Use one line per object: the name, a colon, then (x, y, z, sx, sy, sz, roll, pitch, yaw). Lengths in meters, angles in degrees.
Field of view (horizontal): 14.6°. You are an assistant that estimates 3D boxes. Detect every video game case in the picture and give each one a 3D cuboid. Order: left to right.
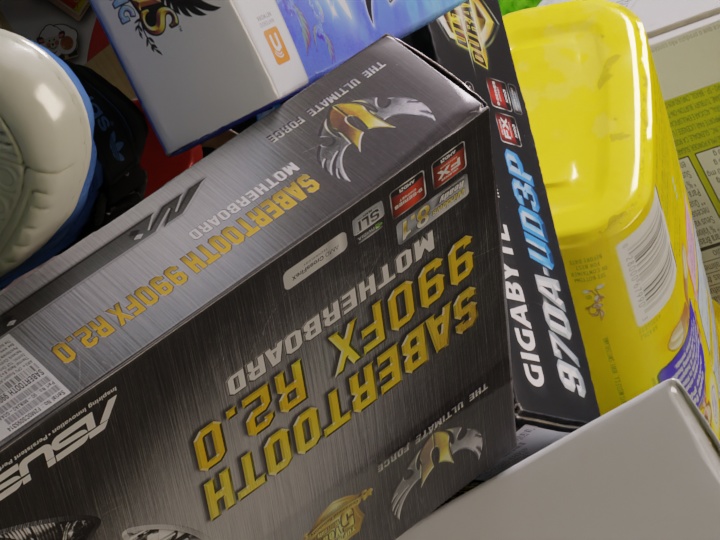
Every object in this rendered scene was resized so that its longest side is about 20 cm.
video game case: (-0.048, -0.144, 0.897, 0.182, 0.045, 0.200, 64, 23, -5)

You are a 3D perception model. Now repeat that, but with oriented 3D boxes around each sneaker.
sneaker: (-0.108, -0.040, 0.861, 0.077, 0.200, 0.111, 49, 57, 1)

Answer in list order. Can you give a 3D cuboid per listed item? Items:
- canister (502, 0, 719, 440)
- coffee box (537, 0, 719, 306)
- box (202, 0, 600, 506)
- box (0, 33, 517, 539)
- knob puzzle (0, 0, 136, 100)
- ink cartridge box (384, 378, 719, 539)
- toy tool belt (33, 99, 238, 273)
canister: (0.096, 0.010, 1.125, 0.149, 0.086, 0.201, -86, 163, -45)
coffee box: (0.195, -0.057, 1.288, 0.198, 0.199, 0.200, 60, 37, -15)
box: (0.000, 0.000, 1.031, 0.046, 0.159, 0.201, 13, 55, -41)
box: (-0.043, 0.046, 0.833, 0.200, 0.048, 0.159, -35, 142, -23)
knob puzzle: (-0.114, -0.167, 1.037, 0.219, 0.030, 0.221, -5, 102, -27)
ink cartridge box: (0.078, 0.117, 0.984, 0.084, 0.146, 0.200, 61, 4, 14)
toy tool belt: (-0.087, 0.055, 0.988, 0.123, 0.124, 0.201, 84, 13, -63)
